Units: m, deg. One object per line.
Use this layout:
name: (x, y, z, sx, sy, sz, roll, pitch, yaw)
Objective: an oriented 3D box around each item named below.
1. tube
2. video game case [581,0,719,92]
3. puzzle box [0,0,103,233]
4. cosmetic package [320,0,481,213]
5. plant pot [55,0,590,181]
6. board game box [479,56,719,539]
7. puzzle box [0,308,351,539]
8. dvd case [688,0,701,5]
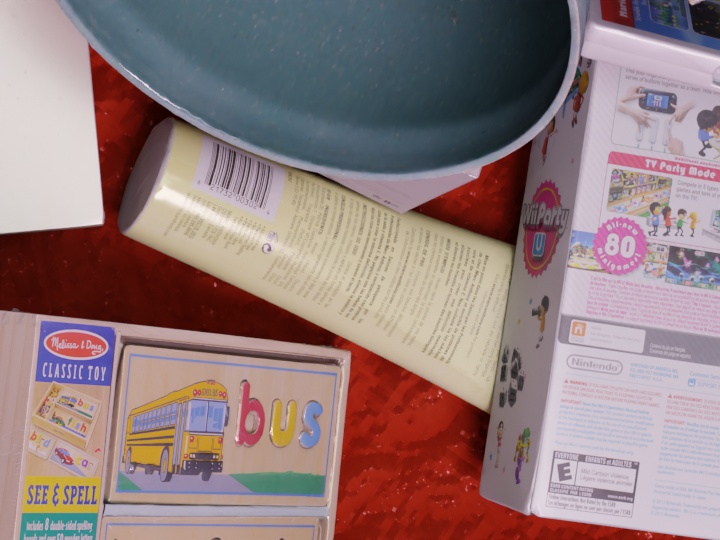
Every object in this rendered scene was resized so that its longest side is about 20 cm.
tube: (0.000, 0.000, 1.013, 0.199, 0.052, 0.058, 22, 123, -18)
video game case: (0.179, -0.105, 0.996, 0.199, 0.143, 0.017, 14, 126, -9)
puzzle box: (-0.174, -0.111, 0.969, 0.132, 0.025, 0.201, -5, 90, -10)
cosmetic package: (0.048, -0.126, 0.989, 0.050, 0.083, 0.201, 26, 74, -13)
plant pot: (-0.001, -0.147, 0.864, 0.200, 0.200, 0.134, 32, 55, -11)
board game box: (0.139, 0.006, 1.010, 0.147, 0.064, 0.201, 9, 89, -16)
puzzle box: (-0.073, 0.087, 0.937, 0.200, 0.025, 0.134, 8, 86, -56)
dvd case: (0.099, -0.201, 0.920, 0.016, 0.149, 0.201, -23, 96, 22)
